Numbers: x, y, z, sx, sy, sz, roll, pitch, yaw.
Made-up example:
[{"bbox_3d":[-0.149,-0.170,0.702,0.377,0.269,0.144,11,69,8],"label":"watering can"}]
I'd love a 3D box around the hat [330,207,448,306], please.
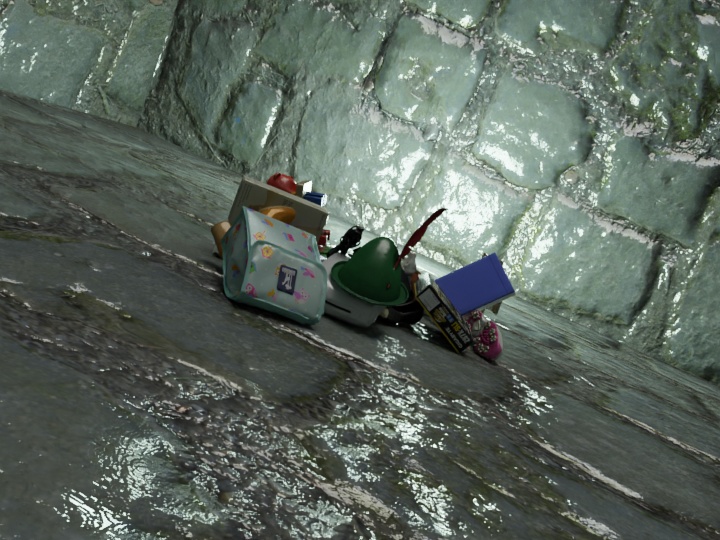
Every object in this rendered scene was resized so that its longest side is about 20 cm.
[{"bbox_3d":[0.049,-0.052,1.500,0.163,0.179,0.200,25,22,9],"label":"hat"}]

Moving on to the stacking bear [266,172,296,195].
[{"bbox_3d":[-0.208,-0.131,1.828,0.113,0.203,0.121,26,9,32],"label":"stacking bear"}]

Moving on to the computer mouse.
[{"bbox_3d":[0.033,-0.012,1.667,0.199,0.139,0.053,38,48,-5],"label":"computer mouse"}]

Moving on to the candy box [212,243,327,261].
[{"bbox_3d":[-0.194,-0.031,1.667,0.197,0.073,0.167,24,8,14],"label":"candy box"}]

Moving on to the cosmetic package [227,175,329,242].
[{"bbox_3d":[-0.177,-0.118,1.654,0.197,0.107,0.071,19,10,-15],"label":"cosmetic package"}]

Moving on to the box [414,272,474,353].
[{"bbox_3d":[0.186,0.092,1.745,0.160,0.049,0.200,50,7,-4],"label":"box"}]

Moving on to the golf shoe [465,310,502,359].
[{"bbox_3d":[0.305,0.162,1.800,0.091,0.076,0.200,39,11,-18],"label":"golf shoe"}]

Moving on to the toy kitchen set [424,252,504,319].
[{"bbox_3d":[0.261,0.044,1.979,0.177,0.203,0.163,20,7,-10],"label":"toy kitchen set"}]

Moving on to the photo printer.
[{"bbox_3d":[-0.024,0.040,1.560,0.164,0.071,0.200,24,22,12],"label":"photo printer"}]

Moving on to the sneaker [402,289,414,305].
[{"bbox_3d":[0.064,0.052,1.767,0.089,0.068,0.199,-10,-10,26],"label":"sneaker"}]

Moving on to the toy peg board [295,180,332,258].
[{"bbox_3d":[-0.109,-0.105,1.844,0.096,0.204,0.200,9,9,0],"label":"toy peg board"}]

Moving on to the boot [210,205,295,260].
[{"bbox_3d":[-0.189,-0.047,1.534,0.198,0.071,0.145,-17,58,-32],"label":"boot"}]

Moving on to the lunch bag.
[{"bbox_3d":[-0.153,0.002,1.369,0.168,0.123,0.202,22,30,-29],"label":"lunch bag"}]

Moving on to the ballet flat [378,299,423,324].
[{"bbox_3d":[0.078,0.085,1.705,0.066,0.058,0.199,26,9,30],"label":"ballet flat"}]

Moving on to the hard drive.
[{"bbox_3d":[0.271,0.048,1.921,0.025,0.197,0.133,59,8,-50],"label":"hard drive"}]

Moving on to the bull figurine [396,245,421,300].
[{"bbox_3d":[0.116,0.012,1.902,0.064,0.202,0.123,-6,46,1],"label":"bull figurine"}]
